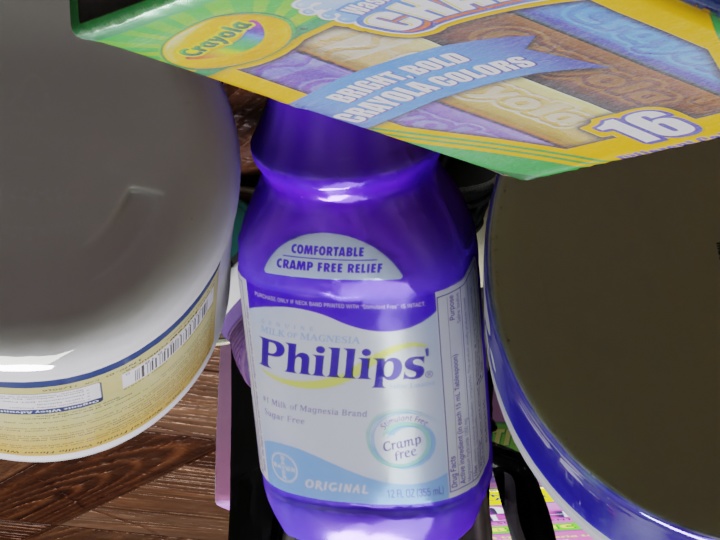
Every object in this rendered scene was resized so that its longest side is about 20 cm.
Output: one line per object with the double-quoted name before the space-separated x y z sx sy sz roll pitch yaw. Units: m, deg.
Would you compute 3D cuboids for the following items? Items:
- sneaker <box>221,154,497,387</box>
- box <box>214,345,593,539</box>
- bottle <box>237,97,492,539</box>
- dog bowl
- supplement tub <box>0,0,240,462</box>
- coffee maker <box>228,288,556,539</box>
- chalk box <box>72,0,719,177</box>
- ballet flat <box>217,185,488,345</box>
"sneaker" 0.019 -0.002 1.054 0.076 0.088 0.200 -12 155 -36
"box" 0.047 0.087 1.445 0.175 0.097 0.200 -5 163 22
"bottle" 0.000 0.000 0.979 0.083 0.201 0.065 3 -152 15
"dog bowl" 0.140 0.006 0.943 0.199 0.201 0.079 0 163 5
"supplement tub" -0.116 -0.012 1.008 0.144 0.145 0.200 3 164 -4
"coffee maker" -0.010 0.092 1.272 0.134 0.201 0.192 18 156 -40
"chalk box" 0.016 -0.110 0.649 0.124 0.125 0.200 -12 161 42
"ballet flat" -0.023 -0.004 1.182 0.199 0.070 0.069 -8 162 34
